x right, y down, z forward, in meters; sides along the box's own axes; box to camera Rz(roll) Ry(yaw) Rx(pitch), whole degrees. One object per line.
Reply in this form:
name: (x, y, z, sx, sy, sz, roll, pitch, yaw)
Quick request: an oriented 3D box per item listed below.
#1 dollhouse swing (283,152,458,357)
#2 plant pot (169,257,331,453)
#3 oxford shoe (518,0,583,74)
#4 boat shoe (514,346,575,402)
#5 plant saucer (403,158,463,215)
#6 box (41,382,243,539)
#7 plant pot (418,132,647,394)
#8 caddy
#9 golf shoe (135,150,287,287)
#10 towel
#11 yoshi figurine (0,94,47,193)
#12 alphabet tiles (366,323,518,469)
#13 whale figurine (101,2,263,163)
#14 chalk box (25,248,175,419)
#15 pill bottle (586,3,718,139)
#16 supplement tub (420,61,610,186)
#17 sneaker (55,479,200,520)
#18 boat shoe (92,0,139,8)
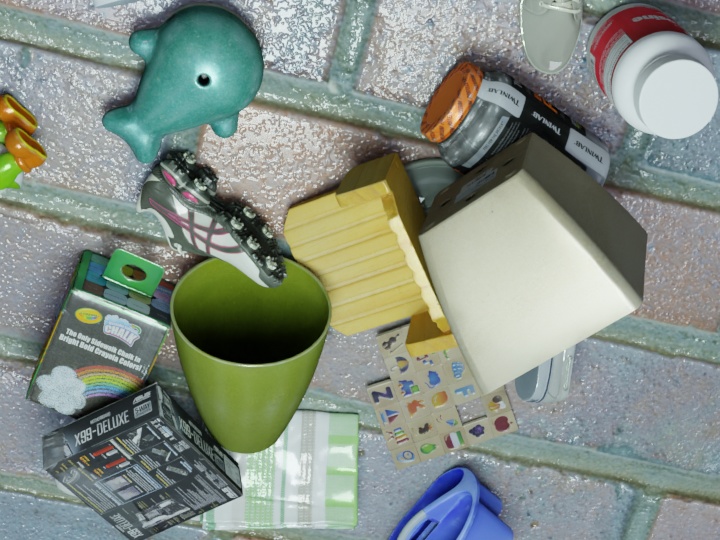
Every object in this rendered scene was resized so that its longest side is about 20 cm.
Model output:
dollhouse swing: (0.000, 0.000, 1.619, 0.174, 0.182, 0.202, -21, 104, 14)
plant pot: (-0.133, 0.115, 1.696, 0.185, 0.188, 0.201, 2, 132, -5)
oxford shoe: (0.221, -0.314, 1.593, 0.074, 0.058, 0.202, 4, 114, -9)
boat shoe: (0.247, 0.061, 1.735, 0.085, 0.074, 0.205, 8, 89, -26)
plant saucer: (0.088, -0.031, 1.707, 0.198, 0.050, 0.202, -2, 113, -4)
box: (-0.252, 0.230, 1.676, 0.156, 0.050, 0.200, -25, 137, 12)
plant pot: (0.173, -0.025, 1.528, 0.199, 0.200, 0.178, -32, 102, 23)
caddy: (0.100, 0.345, 1.819, 0.104, 0.142, 0.201, 33, 106, -20)
golf shoe: (-0.170, -0.045, 1.659, 0.200, 0.077, 0.088, 45, 112, 1)
towel: (-0.099, 0.248, 1.785, 0.197, 0.031, 0.151, 2, 85, -8)
yoshi figurine: (-0.457, -0.111, 1.605, 0.199, 0.112, 0.112, -36, 95, 13)
alphabet tiles: (0.094, 0.147, 1.797, 0.165, 0.008, 0.202, -18, 118, 4)
whale figurine: (-0.197, -0.199, 1.582, 0.200, 0.104, 0.159, -40, 111, 12)
chalk box: (-0.293, 0.064, 1.678, 0.124, 0.124, 0.201, 23, 108, -13)
pill bottle: (0.320, -0.215, 1.564, 0.111, 0.200, 0.113, -2, 114, -4)
supplement tub: (0.174, -0.143, 1.626, 0.199, 0.123, 0.123, 32, 107, -17)
sneaker: (-0.286, 0.287, 1.805, 0.198, 0.076, 0.089, 7, 124, -9)
boat shoe: (-0.202, -0.341, 1.545, 0.198, 0.070, 0.067, -19, 96, 7)
